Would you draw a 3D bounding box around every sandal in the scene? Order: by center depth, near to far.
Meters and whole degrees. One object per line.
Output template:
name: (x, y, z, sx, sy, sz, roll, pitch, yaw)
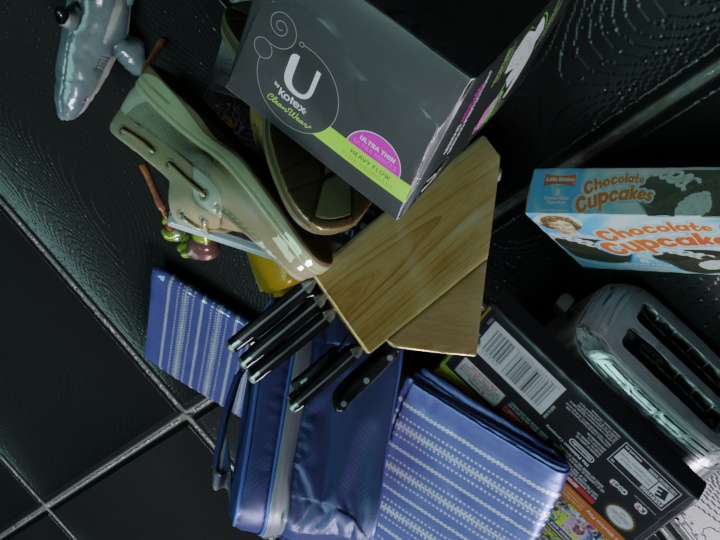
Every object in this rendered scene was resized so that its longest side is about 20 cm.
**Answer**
sandal: (-0.047, -0.101, 0.723, 0.202, 0.079, 0.054, 64, 146, 29)

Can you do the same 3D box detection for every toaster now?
toaster: (0.210, 0.109, 0.834, 0.200, 0.113, 0.129, 45, 136, 5)

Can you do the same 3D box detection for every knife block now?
knife block: (0.000, 0.000, 0.744, 0.172, 0.064, 0.205, 8, 89, -5)

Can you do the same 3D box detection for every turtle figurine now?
turtle figurine: (-0.152, -0.096, 0.957, 0.063, 0.203, 0.162, -10, 148, -2)

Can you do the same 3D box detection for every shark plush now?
shark plush: (-0.233, -0.226, 0.930, 0.090, 0.083, 0.201, 36, 137, 8)

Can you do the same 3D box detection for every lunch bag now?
lunch bag: (-0.048, 0.128, 0.852, 0.130, 0.204, 0.136, 11, 166, -6)

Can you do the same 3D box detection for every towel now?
towel: (0.075, 0.186, 0.851, 0.143, 0.024, 0.203, 30, 127, 18)
towel: (-0.150, 0.089, 1.156, 0.198, 0.024, 0.146, 29, 134, 14)

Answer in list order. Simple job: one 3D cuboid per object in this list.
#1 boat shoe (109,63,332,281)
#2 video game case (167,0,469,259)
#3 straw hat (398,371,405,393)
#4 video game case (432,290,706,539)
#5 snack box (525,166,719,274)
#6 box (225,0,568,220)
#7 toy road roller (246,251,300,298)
boat shoe: (-0.097, -0.056, 0.725, 0.065, 0.072, 0.200, -48, 70, 9)
video game case: (-0.023, -0.091, 0.787, 0.196, 0.185, 0.023, 18, 178, -5)
straw hat: (0.005, 0.122, 1.014, 0.084, 0.202, 0.204, -22, 113, 2)
video game case: (0.132, 0.142, 0.819, 0.200, 0.025, 0.182, 44, 132, 9)
snack box: (0.225, -0.031, 0.723, 0.197, 0.038, 0.116, 4, 163, 36)
box: (0.035, -0.163, 0.688, 0.148, 0.200, 0.125, 36, 137, 7)
toy road roller: (-0.056, -0.035, 0.883, 0.198, 0.145, 0.125, -21, 90, 47)
